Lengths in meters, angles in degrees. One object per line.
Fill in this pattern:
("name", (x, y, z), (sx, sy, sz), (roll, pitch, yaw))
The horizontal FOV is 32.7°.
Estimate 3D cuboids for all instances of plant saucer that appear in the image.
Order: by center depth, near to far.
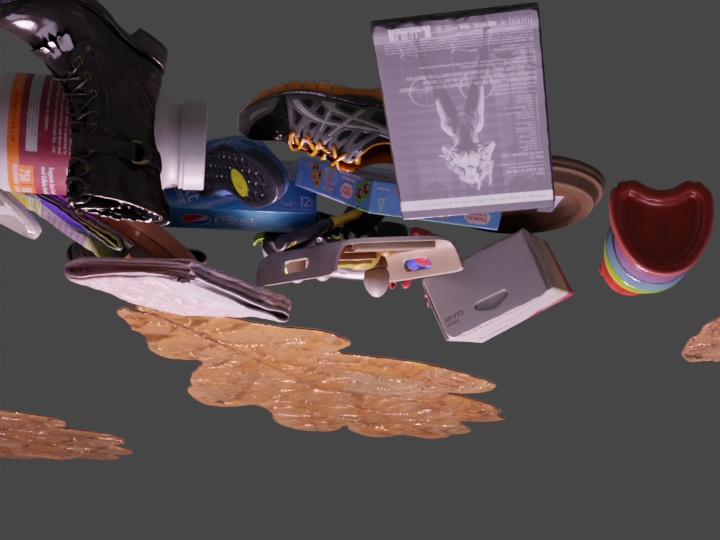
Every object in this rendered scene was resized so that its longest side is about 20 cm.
("plant saucer", (-0.277, -0.046, 1.411), (0.199, 0.033, 0.201), (31, 167, 8))
("plant saucer", (0.188, -0.085, 1.437), (0.196, 0.030, 0.200), (0, 161, 0))

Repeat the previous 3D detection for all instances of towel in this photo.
("towel", (-0.345, -0.067, 1.358), (0.199, 0.023, 0.143), (34, 164, -9))
("towel", (-0.204, 0.023, 1.399), (0.189, 0.033, 0.199), (2, 166, 33))

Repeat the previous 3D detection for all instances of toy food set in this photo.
("toy food set", (0.000, 0.000, 1.401), (0.198, 0.061, 0.142), (-3, 176, -41))

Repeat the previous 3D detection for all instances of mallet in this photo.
("mallet", (-0.025, -0.059, 1.362), (0.066, 0.041, 0.199), (-44, 169, 27))

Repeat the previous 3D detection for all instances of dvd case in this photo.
("dvd case", (0.096, -0.139, 1.112), (0.146, 0.016, 0.202), (-4, 124, 11))

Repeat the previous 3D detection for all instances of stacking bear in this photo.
("stacking bear", (0.345, -0.025, 1.496), (0.119, 0.116, 0.200), (1, 166, 0))

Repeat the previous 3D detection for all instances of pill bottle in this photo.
("pill bottle", (-0.248, -0.127, 1.185), (0.196, 0.115, 0.113), (3, 162, -8))

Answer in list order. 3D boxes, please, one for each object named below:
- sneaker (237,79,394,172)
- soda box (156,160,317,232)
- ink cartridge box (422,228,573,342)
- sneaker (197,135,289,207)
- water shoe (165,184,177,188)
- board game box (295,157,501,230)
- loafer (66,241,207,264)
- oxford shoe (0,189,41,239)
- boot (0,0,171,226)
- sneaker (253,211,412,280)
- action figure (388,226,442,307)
("sneaker", (-0.025, -0.137, 1.208), (0.196, 0.079, 0.078), (1, 164, 4))
("soda box", (-0.147, -0.086, 1.383), (0.196, 0.065, 0.068), (2, 162, -5))
("ink cartridge box", (0.174, 0.022, 1.533), (0.144, 0.084, 0.200), (-28, 170, 13))
("sneaker", (-0.110, -0.110, 1.251), (0.078, 0.067, 0.199), (-25, -163, -24))
("water shoe", (-0.270, -0.127, 1.285), (0.197, 0.073, 0.079), (9, 180, -3))
("board game box", (0.036, -0.083, 1.290), (0.149, 0.037, 0.200), (6, -170, -25))
("loafer", (-0.289, -0.020, 1.610), (0.063, 0.073, 0.198), (-37, 150, 32))
("oxford shoe", (-0.427, -0.087, 1.304), (0.199, 0.058, 0.075), (40, 160, -33))
("boot", (-0.236, -0.136, 1.058), (0.069, 0.177, 0.198), (-15, 156, 41))
("sneaker", (-0.034, -0.034, 1.524), (0.197, 0.073, 0.083), (-8, 146, 4))
("action figure", (0.074, 0.010, 1.609), (0.064, 0.100, 0.200), (20, 161, 8))
